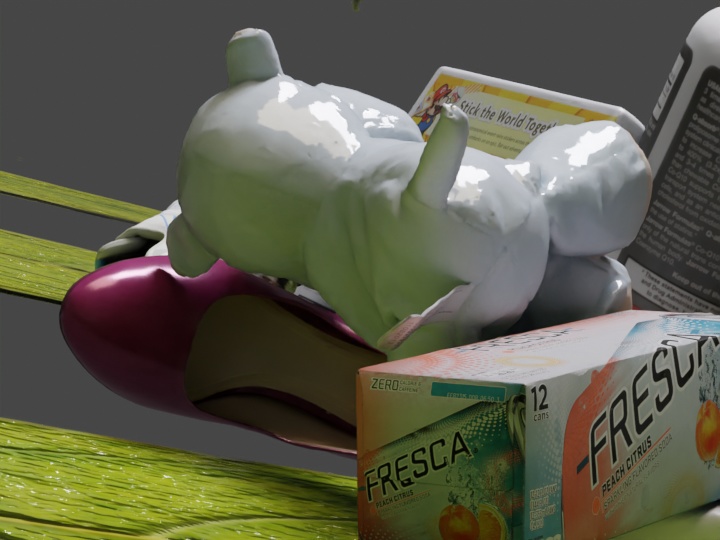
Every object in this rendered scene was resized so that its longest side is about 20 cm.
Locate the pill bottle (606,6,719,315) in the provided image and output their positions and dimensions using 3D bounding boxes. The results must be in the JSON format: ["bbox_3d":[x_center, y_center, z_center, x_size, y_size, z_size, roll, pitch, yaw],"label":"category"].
[{"bbox_3d":[0.187,-0.051,1.201,0.115,0.201,0.116,22,16,-7],"label":"pill bottle"}]

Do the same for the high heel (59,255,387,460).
[{"bbox_3d":[-0.023,0.041,1.055,0.199,0.068,0.096,13,4,-41],"label":"high heel"}]

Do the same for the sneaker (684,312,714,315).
[{"bbox_3d":[0.109,0.057,1.160,0.199,0.100,0.075,16,5,11],"label":"sneaker"}]

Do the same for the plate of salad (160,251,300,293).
[{"bbox_3d":[-0.043,-0.001,1.254,0.199,0.048,0.200,-22,7,3],"label":"plate of salad"}]

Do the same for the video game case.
[{"bbox_3d":[0.039,-0.013,1.299,0.023,0.182,0.200,36,-6,-25],"label":"video game case"}]

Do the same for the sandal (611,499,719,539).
[{"bbox_3d":[0.165,0.110,0.984,0.205,0.060,0.079,-5,3,-3],"label":"sandal"}]

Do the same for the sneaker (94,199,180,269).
[{"bbox_3d":[-0.108,-0.007,1.454,0.086,0.075,0.200,-1,2,-14],"label":"sneaker"}]

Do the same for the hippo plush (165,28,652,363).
[{"bbox_3d":[0.000,0.000,1.010,0.160,0.160,0.200,18,9,29],"label":"hippo plush"}]

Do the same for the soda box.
[{"bbox_3d":[0.078,0.055,0.927,0.068,0.064,0.200,4,8,33],"label":"soda box"}]
